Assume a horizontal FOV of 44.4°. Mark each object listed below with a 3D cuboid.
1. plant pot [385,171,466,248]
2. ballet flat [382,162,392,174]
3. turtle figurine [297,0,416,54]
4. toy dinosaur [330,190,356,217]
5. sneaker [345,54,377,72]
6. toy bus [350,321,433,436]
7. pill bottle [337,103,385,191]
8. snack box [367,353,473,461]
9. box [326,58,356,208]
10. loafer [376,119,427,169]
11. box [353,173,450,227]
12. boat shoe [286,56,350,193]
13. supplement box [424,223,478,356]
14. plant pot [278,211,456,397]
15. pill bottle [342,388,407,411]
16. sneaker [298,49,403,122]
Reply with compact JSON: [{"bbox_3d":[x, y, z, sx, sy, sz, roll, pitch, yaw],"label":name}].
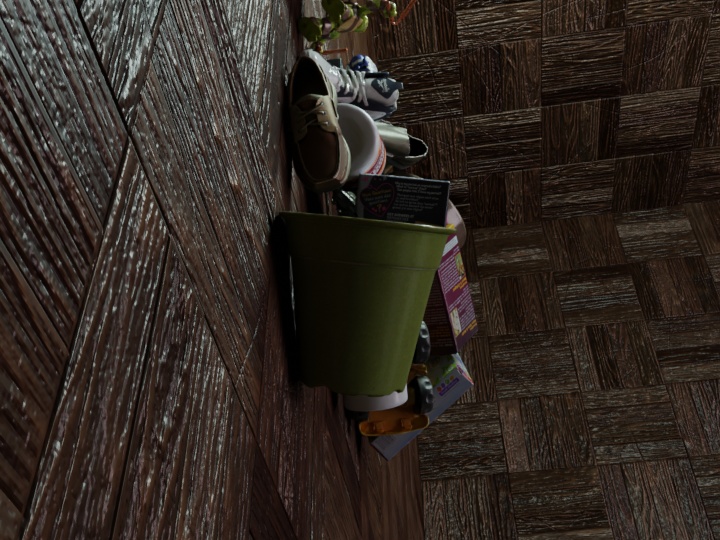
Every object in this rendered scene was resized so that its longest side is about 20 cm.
[{"bbox_3d":[0.068,-0.052,1.634,0.175,0.200,0.201,-50,150,-25],"label":"plant pot"},{"bbox_3d":[0.005,-0.192,1.713,0.200,0.070,0.071,157,-71,-66],"label":"ballet flat"},{"bbox_3d":[-0.019,-0.395,1.369,0.161,0.199,0.065,-23,93,-63],"label":"turtle figurine"},{"bbox_3d":[-0.004,-0.092,1.462,0.200,0.047,0.088,48,-12,8],"label":"toy dinosaur"},{"bbox_3d":[0.000,-0.325,1.525,0.200,0.075,0.088,-100,168,-74],"label":"sneaker"},{"bbox_3d":[0.032,0.161,1.464,0.192,0.135,0.201,166,-81,-79],"label":"toy bus"},{"bbox_3d":[-0.018,-0.176,1.313,0.200,0.109,0.110,15,69,-84],"label":"pill bottle"},{"bbox_3d":[0.095,0.220,1.535,0.053,0.200,0.142,45,8,-17],"label":"snack box"},{"bbox_3d":[-0.034,-0.236,1.566,0.200,0.047,0.194,74,9,-57],"label":"box"},{"bbox_3d":[0.052,-0.235,1.563,0.200,0.069,0.076,10,70,-54],"label":"loafer"},{"bbox_3d":[0.058,-0.069,1.285,0.200,0.131,0.115,47,49,-84],"label":"box"},{"bbox_3d":[-0.062,-0.189,1.116,0.074,0.075,0.201,67,9,-55],"label":"boat shoe"},{"bbox_3d":[0.127,0.033,1.512,0.110,0.085,0.201,-37,116,-56],"label":"supplement box"},{"bbox_3d":[-0.002,0.037,0.992,0.200,0.199,0.191,-20,117,-84],"label":"plant pot"},{"bbox_3d":[0.010,0.094,1.277,0.114,0.113,0.201,-56,139,-82],"label":"pill bottle"},{"bbox_3d":[-0.006,-0.283,1.345,0.199,0.129,0.080,50,33,-56],"label":"sneaker"}]
